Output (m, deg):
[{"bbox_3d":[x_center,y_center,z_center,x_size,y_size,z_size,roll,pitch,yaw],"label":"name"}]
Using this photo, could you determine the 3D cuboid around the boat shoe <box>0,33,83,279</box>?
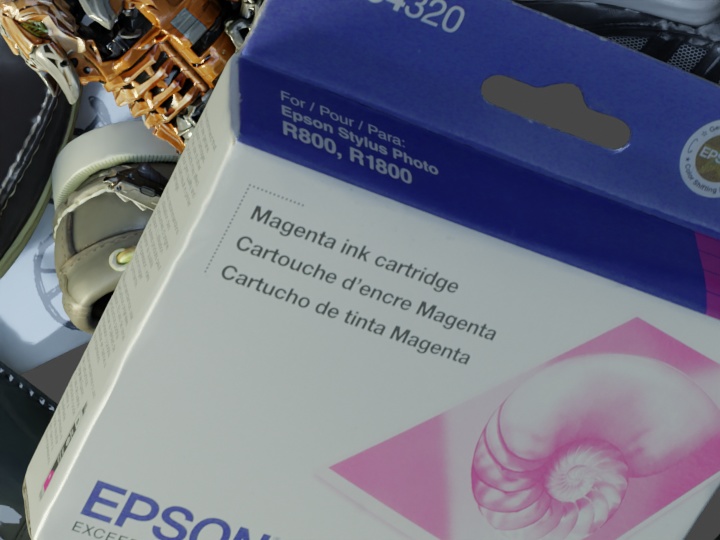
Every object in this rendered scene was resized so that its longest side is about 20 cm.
[{"bbox_3d":[-0.153,-0.003,0.794,0.073,0.065,0.200,32,85,-5],"label":"boat shoe"}]

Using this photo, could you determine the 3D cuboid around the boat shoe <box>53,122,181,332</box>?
[{"bbox_3d":[-0.001,0.002,0.817,0.201,0.072,0.060,8,54,-16],"label":"boat shoe"}]

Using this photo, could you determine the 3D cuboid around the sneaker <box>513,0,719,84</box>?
[{"bbox_3d":[0.117,-0.049,0.835,0.199,0.075,0.114,1,95,0],"label":"sneaker"}]

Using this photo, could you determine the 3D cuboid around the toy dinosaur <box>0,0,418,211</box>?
[{"bbox_3d":[-0.010,-0.067,0.760,0.200,0.102,0.136,23,89,-42],"label":"toy dinosaur"}]

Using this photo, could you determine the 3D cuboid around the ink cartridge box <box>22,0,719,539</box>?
[{"bbox_3d":[0.028,0.022,0.746,0.196,0.043,0.200,19,116,-22],"label":"ink cartridge box"}]

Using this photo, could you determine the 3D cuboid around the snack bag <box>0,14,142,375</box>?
[{"bbox_3d":[-0.140,-0.056,0.874,0.200,0.021,0.189,-24,96,6],"label":"snack bag"}]

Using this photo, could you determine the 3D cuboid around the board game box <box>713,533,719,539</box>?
[{"bbox_3d":[0.114,0.166,0.850,0.105,0.023,0.200,29,114,-24],"label":"board game box"}]

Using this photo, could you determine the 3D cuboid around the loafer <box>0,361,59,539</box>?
[{"bbox_3d":[-0.087,0.093,0.853,0.201,0.070,0.068,47,56,-11],"label":"loafer"}]
